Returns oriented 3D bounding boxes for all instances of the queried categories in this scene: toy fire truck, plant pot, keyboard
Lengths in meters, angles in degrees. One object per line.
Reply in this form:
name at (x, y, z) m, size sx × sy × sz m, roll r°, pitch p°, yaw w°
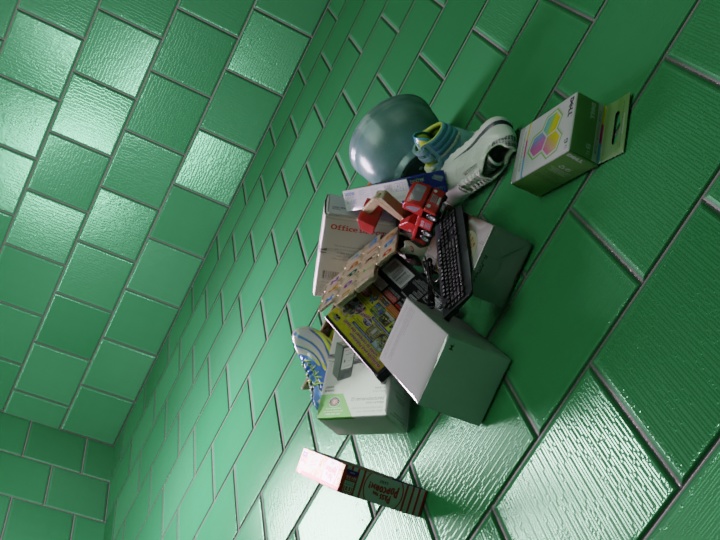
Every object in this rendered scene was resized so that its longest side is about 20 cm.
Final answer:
toy fire truck at (0.070, -0.105, 1.589) m, size 0.200 × 0.140 × 0.049 m, roll 99°, pitch -164°, yaw -69°
plant pot at (0.094, -0.233, 1.824) m, size 0.134 × 0.199 × 0.201 m, roll 52°, pitch 122°, yaw 37°
keyboard at (0.135, -0.002, 1.463) m, size 0.127 × 0.020 × 0.201 m, roll -53°, pitch 26°, yaw 40°

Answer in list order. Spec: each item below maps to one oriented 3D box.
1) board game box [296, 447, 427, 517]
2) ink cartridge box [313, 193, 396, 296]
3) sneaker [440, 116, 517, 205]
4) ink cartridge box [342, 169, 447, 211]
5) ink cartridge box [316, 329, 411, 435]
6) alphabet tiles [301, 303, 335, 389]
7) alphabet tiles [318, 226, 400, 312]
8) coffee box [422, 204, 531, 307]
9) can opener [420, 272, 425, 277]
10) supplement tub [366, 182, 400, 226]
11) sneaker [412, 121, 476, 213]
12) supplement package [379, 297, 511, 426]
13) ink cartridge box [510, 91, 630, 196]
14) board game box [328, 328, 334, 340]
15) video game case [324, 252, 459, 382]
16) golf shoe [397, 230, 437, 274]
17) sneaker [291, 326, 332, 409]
board game box at (-0.002, 0.346, 1.494) m, size 0.200 × 0.151 × 0.047 m, roll -8°, pitch 61°, yaw 68°
ink cartridge box at (-0.014, -0.043, 1.842) m, size 0.085 × 0.144 × 0.201 m, roll -88°, pitch 7°, yaw -55°
sneaker at (0.207, -0.181, 1.625) m, size 0.200 × 0.076 × 0.081 m, roll -54°, pitch 34°, yaw 37°
ink cartridge box at (0.063, -0.148, 1.702) m, size 0.199 × 0.094 × 0.045 m, roll -4°, pitch 101°, yaw 53°
ink cartridge box at (0.017, 0.185, 1.625) m, size 0.145 × 0.084 × 0.201 m, roll -8°, pitch 56°, yaw 30°
alphabet tiles at (-0.047, 0.153, 1.828) m, size 0.008 × 0.167 × 0.201 m, roll 33°, pitch 104°, yaw 30°
alphabet tiles at (0.000, 0.000, 1.700) m, size 0.195 × 0.015 × 0.200 m, roll -40°, pitch 15°, yaw 20°
coffee box at (0.187, -0.028, 1.496) m, size 0.115 × 0.079 × 0.200 m, roll -65°, pitch 20°, yaw 7°
can opener at (0.060, 0.070, 1.723) m, size 0.079 × 0.063 × 0.201 m, roll -92°, pitch 23°, yaw -49°
supplement tub at (0.011, -0.087, 1.945) m, size 0.201 × 0.122 × 0.123 m, roll -56°, pitch 23°, yaw 27°
sneaker at (0.135, -0.193, 1.726) m, size 0.201 × 0.130 × 0.080 m, roll -62°, pitch 22°, yaw 16°
supplement package at (0.127, 0.139, 1.426) m, size 0.118 × 0.116 × 0.200 m, roll -65°, pitch 20°, yaw 6°
ink cartridge box at (0.315, -0.198, 1.375) m, size 0.200 × 0.059 × 0.105 m, roll -29°, pitch 43°, yaw 60°
board game box at (-0.012, 0.125, 1.792) m, size 0.047 × 0.101 × 0.201 m, roll 32°, pitch 108°, yaw 28°
video game case at (0.051, 0.078, 1.600) m, size 0.181 × 0.026 × 0.200 m, roll -41°, pitch 42°, yaw -4°
golf shoe at (0.096, -0.054, 1.749) m, size 0.078 × 0.088 × 0.200 m, roll -68°, pitch 19°, yaw 3°
sneaker at (-0.068, 0.198, 1.704) m, size 0.076 × 0.200 × 0.105 m, roll -39°, pitch 1°, yaw 24°
